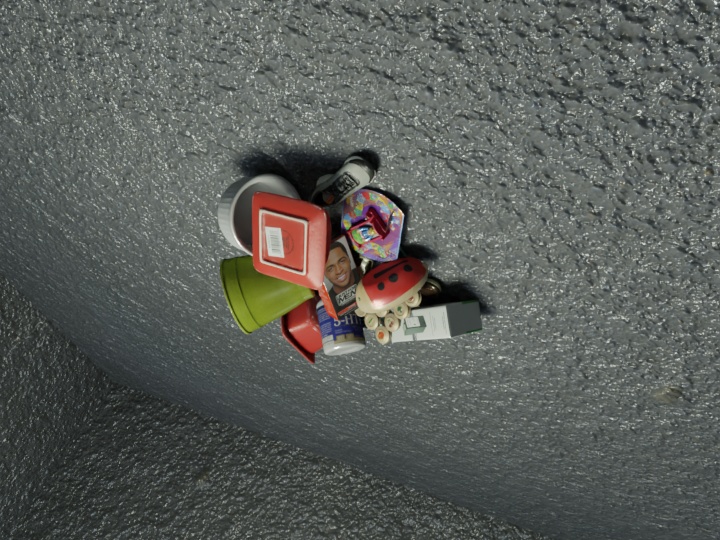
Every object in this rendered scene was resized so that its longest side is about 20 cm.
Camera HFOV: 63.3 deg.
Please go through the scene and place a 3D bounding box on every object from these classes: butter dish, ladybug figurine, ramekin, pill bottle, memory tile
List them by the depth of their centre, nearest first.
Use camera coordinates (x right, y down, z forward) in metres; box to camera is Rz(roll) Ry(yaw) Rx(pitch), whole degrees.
[{"bbox_3d":[-0.136,-0.084,1.334,0.199,0.148,0.200,16,117,24],"label":"butter dish"},{"bbox_3d":[-0.245,-0.133,1.410,0.098,0.201,0.201,13,150,49],"label":"ramekin"},{"bbox_3d":[0.071,0.027,1.424,0.200,0.136,0.072,-30,125,8],"label":"ladybug figurine"},{"bbox_3d":[0.066,0.082,1.528,0.153,0.017,0.200,53,127,27],"label":"memory tile"},{"bbox_3d":[-0.060,0.128,1.638,0.119,0.200,0.120,-11,163,-3],"label":"pill bottle"},{"bbox_3d":[-0.145,0.146,1.774,0.148,0.200,0.200,-23,136,14],"label":"butter dish"}]

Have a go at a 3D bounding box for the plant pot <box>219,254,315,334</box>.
[{"bbox_3d":[-0.223,0.034,1.467,0.193,0.201,0.201,-20,138,2],"label":"plant pot"}]

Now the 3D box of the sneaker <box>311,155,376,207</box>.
[{"bbox_3d":[-0.039,-0.188,1.293,0.074,0.079,0.200,41,144,-20],"label":"sneaker"}]

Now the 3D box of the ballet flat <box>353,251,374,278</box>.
[{"bbox_3d":[0.000,0.000,1.539,0.068,0.075,0.200,18,148,0],"label":"ballet flat"}]

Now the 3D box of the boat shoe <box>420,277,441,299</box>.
[{"bbox_3d":[0.117,0.063,1.549,0.202,0.075,0.075,-1,139,36],"label":"boat shoe"}]

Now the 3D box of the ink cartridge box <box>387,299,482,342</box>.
[{"bbox_3d":[0.192,0.132,1.523,0.146,0.084,0.200,-6,176,-45],"label":"ink cartridge box"}]

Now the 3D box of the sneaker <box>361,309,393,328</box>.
[{"bbox_3d":[0.007,0.123,1.699,0.200,0.091,0.078,7,143,28],"label":"sneaker"}]

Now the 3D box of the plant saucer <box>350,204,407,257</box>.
[{"bbox_3d":[0.051,-0.090,1.428,0.070,0.019,0.200,0,139,35],"label":"plant saucer"}]

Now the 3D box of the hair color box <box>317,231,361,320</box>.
[{"bbox_3d":[-0.061,0.014,1.465,0.061,0.101,0.200,25,141,55],"label":"hair color box"}]

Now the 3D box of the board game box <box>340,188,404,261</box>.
[{"bbox_3d":[0.016,-0.095,1.368,0.158,0.039,0.200,23,135,17],"label":"board game box"}]
